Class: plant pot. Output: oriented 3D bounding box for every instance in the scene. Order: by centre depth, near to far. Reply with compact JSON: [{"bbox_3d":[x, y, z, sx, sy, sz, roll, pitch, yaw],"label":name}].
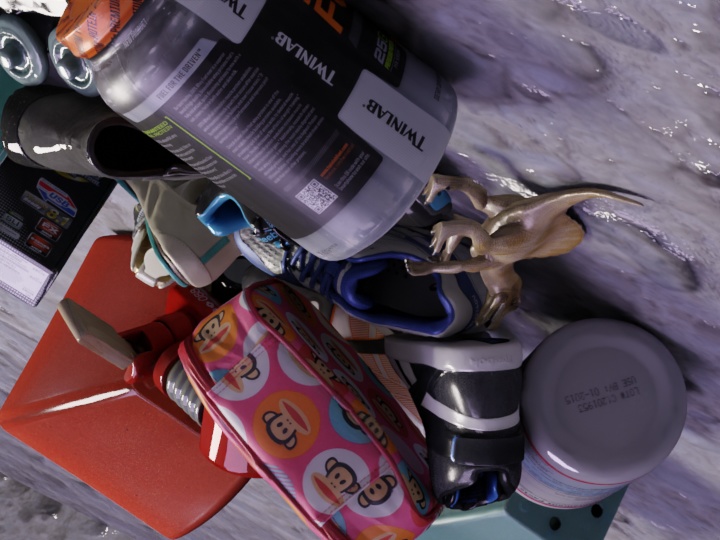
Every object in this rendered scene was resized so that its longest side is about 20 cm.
[{"bbox_3d":[0.113,0.182,1.920,0.141,0.141,0.200,36,157,-20],"label":"plant pot"},{"bbox_3d":[-0.149,0.087,2.050,0.200,0.200,0.176,36,154,-20],"label":"plant pot"}]

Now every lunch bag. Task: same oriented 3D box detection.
[{"bbox_3d":[-0.022,0.096,1.613,0.200,0.082,0.176,50,-168,4],"label":"lunch bag"}]

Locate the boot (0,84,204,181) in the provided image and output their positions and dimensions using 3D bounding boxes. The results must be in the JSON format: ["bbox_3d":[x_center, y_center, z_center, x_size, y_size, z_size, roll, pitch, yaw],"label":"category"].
[{"bbox_3d":[-0.101,-0.076,1.434,0.200,0.068,0.131,-7,-166,-38],"label":"boot"}]

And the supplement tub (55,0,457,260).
[{"bbox_3d":[-0.057,-0.106,1.312,0.200,0.123,0.122,36,165,-19],"label":"supplement tub"}]

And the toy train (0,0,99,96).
[{"bbox_3d":[-0.188,-0.172,1.416,0.200,0.085,0.114,14,132,42],"label":"toy train"}]

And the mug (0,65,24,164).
[{"bbox_3d":[-0.287,-0.133,1.683,0.114,0.185,0.152,32,142,-17],"label":"mug"}]

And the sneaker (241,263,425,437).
[{"bbox_3d":[-0.003,0.063,1.720,0.200,0.080,0.074,33,168,-1],"label":"sneaker"}]

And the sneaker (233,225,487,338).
[{"bbox_3d":[-0.003,-0.009,1.576,0.200,0.075,0.088,15,-165,24],"label":"sneaker"}]

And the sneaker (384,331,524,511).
[{"bbox_3d":[0.059,0.098,1.583,0.073,0.112,0.200,-2,-178,-8],"label":"sneaker"}]

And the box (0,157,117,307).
[{"bbox_3d":[-0.286,-0.082,1.795,0.200,0.160,0.044,33,130,-5],"label":"box"}]

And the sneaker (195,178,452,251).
[{"bbox_3d":[-0.023,-0.043,1.537,0.200,0.082,0.073,11,153,49],"label":"sneaker"}]

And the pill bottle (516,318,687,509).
[{"bbox_3d":[0.144,0.102,1.632,0.109,0.109,0.200,31,166,0],"label":"pill bottle"}]

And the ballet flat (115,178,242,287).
[{"bbox_3d":[-0.129,-0.053,1.733,0.069,0.069,0.200,41,-173,-35],"label":"ballet flat"}]

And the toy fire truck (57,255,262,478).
[{"bbox_3d":[-0.120,0.073,1.783,0.176,0.200,0.129,42,134,38],"label":"toy fire truck"}]

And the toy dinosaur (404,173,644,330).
[{"bbox_3d":[0.088,-0.027,1.434,0.101,0.058,0.200,8,155,-16],"label":"toy dinosaur"}]

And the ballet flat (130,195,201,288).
[{"bbox_3d":[-0.151,-0.023,1.894,0.072,0.072,0.200,33,166,-7],"label":"ballet flat"}]
